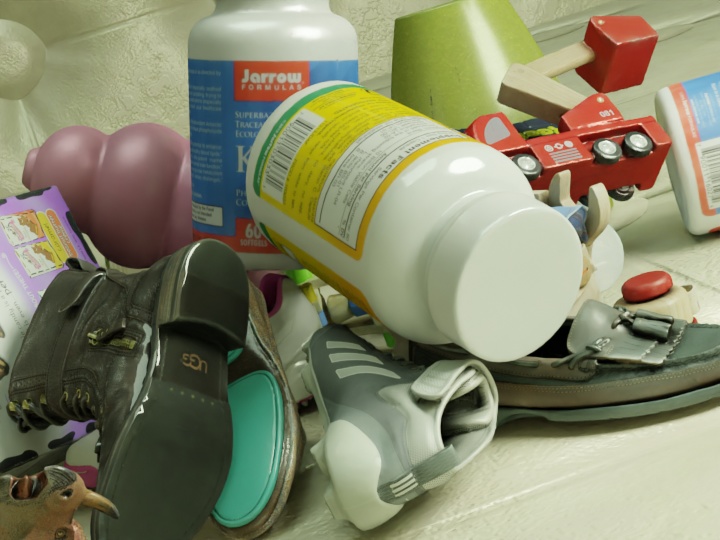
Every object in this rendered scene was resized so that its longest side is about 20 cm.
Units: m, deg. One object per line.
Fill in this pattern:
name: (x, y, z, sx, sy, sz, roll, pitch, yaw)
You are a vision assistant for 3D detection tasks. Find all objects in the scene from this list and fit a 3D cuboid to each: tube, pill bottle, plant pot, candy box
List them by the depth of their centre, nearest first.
pill bottle: (0.028, -0.028, 0.795, 0.112, 0.114, 0.200, -23, 31, -25)
candy box: (-0.245, 0.051, 0.915, 0.071, 0.169, 0.199, -34, -8, 37)
pill bottle: (-0.056, -0.108, 0.933, 0.111, 0.203, 0.112, -1, 10, 0)
tube: (0.120, -0.004, 1.035, 0.077, 0.051, 0.200, -15, 2, -18)
pill bottle: (0.322, -0.103, 1.036, 0.198, 0.114, 0.112, -14, 13, 8)
plant pot: (0.100, -0.127, 1.208, 0.185, 0.202, 0.187, -16, 10, 3)

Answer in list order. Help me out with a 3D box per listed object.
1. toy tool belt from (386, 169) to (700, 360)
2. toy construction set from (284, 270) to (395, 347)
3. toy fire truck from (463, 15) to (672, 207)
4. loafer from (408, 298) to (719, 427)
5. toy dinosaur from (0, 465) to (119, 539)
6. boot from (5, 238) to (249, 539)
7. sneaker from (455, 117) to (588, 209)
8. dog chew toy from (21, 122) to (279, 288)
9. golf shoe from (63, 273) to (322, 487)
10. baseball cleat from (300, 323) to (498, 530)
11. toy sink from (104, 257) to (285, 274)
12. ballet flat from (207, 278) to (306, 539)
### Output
toy tool belt: (0.099, -0.004, 0.880, 0.198, 0.124, 0.125, -8, 15, 33)
toy construction set: (0.000, 0.000, 1.061, 0.130, 0.093, 0.201, -19, 28, 13)
toy fire truck: (0.143, -0.110, 1.007, 0.198, 0.049, 0.142, -13, 51, -23)
loafer: (0.112, 0.046, 0.785, 0.198, 0.064, 0.072, -10, 12, 29)
toy dinosaur: (-0.186, 0.148, 0.722, 0.134, 0.087, 0.200, -8, -6, -10)
boot: (-0.145, 0.075, 0.811, 0.173, 0.069, 0.202, -13, 53, 44)
sneaker: (0.096, -0.059, 1.049, 0.198, 0.083, 0.074, -7, 30, -18)
dog chew toy: (-0.148, -0.053, 1.055, 0.198, 0.126, 0.125, 14, 9, -8)
golf shoe: (-0.107, 0.069, 0.917, 0.199, 0.093, 0.075, -26, 17, -31)
baseball cleat: (0.021, 0.073, 0.780, 0.105, 0.070, 0.200, -24, 23, 4)
toy sink: (-0.157, -0.021, 1.247, 0.198, 0.113, 0.130, -12, -9, 9)
ballet flat: (-0.062, 0.074, 0.825, 0.068, 0.067, 0.201, -26, 49, 15)
